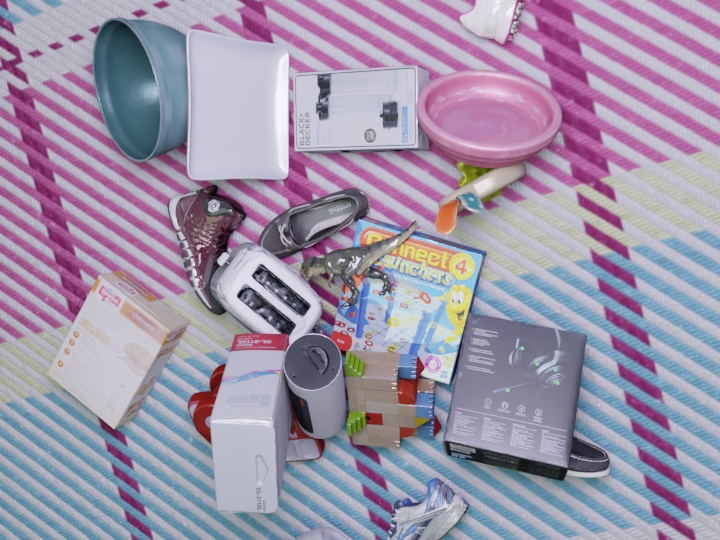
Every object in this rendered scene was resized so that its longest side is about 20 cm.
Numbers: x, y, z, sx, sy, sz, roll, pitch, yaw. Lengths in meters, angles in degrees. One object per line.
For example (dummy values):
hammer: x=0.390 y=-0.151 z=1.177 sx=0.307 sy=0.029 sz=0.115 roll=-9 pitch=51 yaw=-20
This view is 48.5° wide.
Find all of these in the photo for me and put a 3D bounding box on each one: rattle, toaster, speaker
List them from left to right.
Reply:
toaster: x=-0.133 y=0.045 z=1.195 sx=0.199 sy=0.129 sz=0.114 roll=41 pitch=84 yaw=-8
speaker: x=-0.060 y=0.166 z=1.125 sx=0.079 sy=0.201 sz=0.083 roll=0 pitch=61 yaw=1
rattle: x=0.137 y=-0.143 z=1.086 sx=0.128 sy=0.198 sz=0.146 roll=-6 pitch=103 yaw=42

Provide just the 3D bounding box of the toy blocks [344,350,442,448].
toy blocks: x=0.052 y=0.193 z=1.182 sx=0.133 sy=0.101 sz=0.203 roll=3 pitch=130 yaw=10

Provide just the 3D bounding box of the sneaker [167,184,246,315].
sneaker: x=-0.221 y=-0.040 z=1.260 sx=0.113 sy=0.076 sz=0.204 roll=-21 pitch=91 yaw=13

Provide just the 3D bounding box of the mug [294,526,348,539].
mug: x=-0.062 y=0.514 z=1.257 sx=0.199 sy=0.148 sz=0.176 roll=37 pitch=98 yaw=-13

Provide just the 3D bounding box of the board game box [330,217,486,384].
board game box: x=0.070 y=0.043 z=1.202 sx=0.196 sy=0.056 sz=0.200 roll=16 pitch=101 yaw=12

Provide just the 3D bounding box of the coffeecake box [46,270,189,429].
coffeecake box: x=-0.402 y=0.129 z=1.326 sx=0.152 sy=0.073 sz=0.202 roll=35 pitch=104 yaw=8

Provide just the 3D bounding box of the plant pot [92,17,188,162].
plant pot: x=-0.293 y=-0.277 z=1.198 sx=0.198 sy=0.133 sz=0.205 roll=24 pitch=123 yaw=42

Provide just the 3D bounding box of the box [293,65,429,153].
box: x=0.000 y=-0.232 z=1.172 sx=0.196 sy=0.060 sz=0.120 roll=3 pitch=97 yaw=22

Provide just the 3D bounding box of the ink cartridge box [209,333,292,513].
ink cartridge box: x=-0.141 y=0.198 z=1.067 sx=0.081 sy=0.201 sz=0.149 roll=1 pitch=116 yaw=1

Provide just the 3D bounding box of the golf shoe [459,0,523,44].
golf shoe: x=0.192 y=-0.423 z=1.108 sx=0.090 sy=0.075 sz=0.205 roll=14 pitch=99 yaw=16

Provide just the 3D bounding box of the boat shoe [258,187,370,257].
boat shoe: x=-0.078 y=-0.074 z=1.226 sx=0.197 sy=0.057 sz=0.068 roll=-23 pitch=91 yaw=16

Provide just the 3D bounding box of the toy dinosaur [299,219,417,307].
toy dinosaur: x=0.000 y=0.000 z=1.164 sx=0.196 sy=0.047 sz=0.090 roll=-18 pitch=84 yaw=15

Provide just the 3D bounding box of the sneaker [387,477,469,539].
sneaker: x=0.076 y=0.402 z=1.244 sx=0.200 sy=0.077 sz=0.085 roll=-46 pitch=75 yaw=8

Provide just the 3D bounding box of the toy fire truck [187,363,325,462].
toy fire truck: x=-0.168 y=0.242 z=1.269 sx=0.195 sy=0.113 sz=0.171 roll=-10 pitch=115 yaw=13

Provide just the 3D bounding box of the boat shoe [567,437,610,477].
boat shoe: x=0.269 y=0.244 z=1.170 sx=0.196 sy=0.074 sz=0.062 roll=15 pitch=105 yaw=21

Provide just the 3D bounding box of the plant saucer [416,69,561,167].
plant saucer: x=0.173 y=-0.204 z=1.094 sx=0.196 sy=0.202 sz=0.052 roll=13 pitch=133 yaw=12

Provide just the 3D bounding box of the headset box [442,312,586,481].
headset box: x=0.218 y=0.169 z=1.123 sx=0.170 sy=0.093 sz=0.204 roll=9 pitch=68 yaw=13

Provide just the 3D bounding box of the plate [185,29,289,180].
plate: x=-0.183 y=-0.236 z=1.175 sx=0.032 sy=0.198 sz=0.205 roll=6 pitch=99 yaw=39
